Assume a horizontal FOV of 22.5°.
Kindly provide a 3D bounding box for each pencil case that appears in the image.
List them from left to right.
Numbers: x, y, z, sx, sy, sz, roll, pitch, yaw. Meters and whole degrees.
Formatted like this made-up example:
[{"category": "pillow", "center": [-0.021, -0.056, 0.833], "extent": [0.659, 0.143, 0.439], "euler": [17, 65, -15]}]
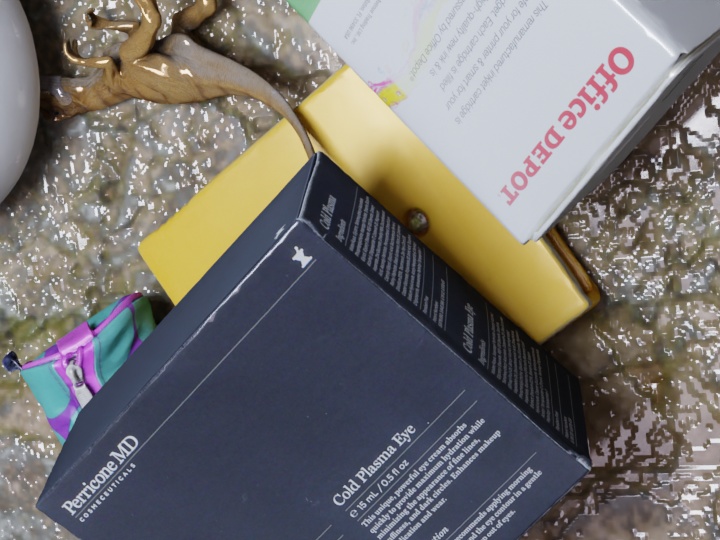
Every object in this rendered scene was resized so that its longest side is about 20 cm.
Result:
[{"category": "pencil case", "center": [-0.115, 0.119, 0.993], "extent": [0.084, 0.092, 0.202], "euler": [-24, 92, 13]}]

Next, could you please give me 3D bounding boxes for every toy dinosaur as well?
[{"category": "toy dinosaur", "center": [-0.093, -0.111, 0.967], "extent": [0.198, 0.060, 0.107], "euler": [7, 118, 33]}]

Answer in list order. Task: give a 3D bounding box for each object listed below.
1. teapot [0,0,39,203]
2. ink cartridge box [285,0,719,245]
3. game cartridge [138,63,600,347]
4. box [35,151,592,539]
[{"category": "teapot", "center": [-0.277, -0.100, 0.972], "extent": [0.196, 0.146, 0.202], "euler": [8, 106, 33]}, {"category": "ink cartridge box", "center": [0.064, -0.135, 0.850], "extent": [0.200, 0.087, 0.146], "euler": [47, 137, 10]}, {"category": "game cartridge", "center": [0.000, 0.000, 0.959], "extent": [0.199, 0.032, 0.177], "euler": [-37, 85, 26]}, {"category": "box", "center": [-0.021, 0.083, 0.883], "extent": [0.182, 0.104, 0.200], "euler": [41, 108, -12]}]
